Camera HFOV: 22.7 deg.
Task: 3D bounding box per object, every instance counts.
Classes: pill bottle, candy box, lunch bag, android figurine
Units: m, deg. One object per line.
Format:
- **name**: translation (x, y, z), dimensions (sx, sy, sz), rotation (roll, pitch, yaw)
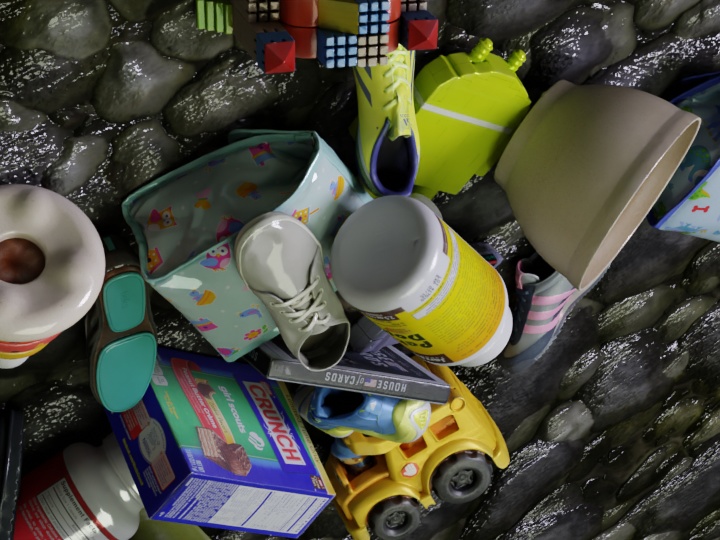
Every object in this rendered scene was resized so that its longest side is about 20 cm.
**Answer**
- **pill bottle**: translation (-0.295, 0.244, 1.788), dimensions (0.200, 0.112, 0.112), rotation (-34, 143, 1)
- **pill bottle**: translation (0.063, 0.018, 1.618), dimensions (0.109, 0.109, 0.200), rotation (-39, 143, 9)
- **candy box**: translation (-0.141, 0.169, 1.767), dimensions (0.200, 0.169, 0.077), rotation (17, 125, -46)
- **lunch bag**: translation (0.394, -0.132, 1.850), dimensions (0.170, 0.127, 0.200), rotation (8, 137, -40)
- **android figurine**: translation (0.078, -0.136, 1.686), dimensions (0.182, 0.041, 0.200), rotation (10, 130, -41)
- **lunch bag**: translation (-0.087, -0.036, 1.618), dimensions (0.200, 0.122, 0.170), rotation (-31, 143, 7)

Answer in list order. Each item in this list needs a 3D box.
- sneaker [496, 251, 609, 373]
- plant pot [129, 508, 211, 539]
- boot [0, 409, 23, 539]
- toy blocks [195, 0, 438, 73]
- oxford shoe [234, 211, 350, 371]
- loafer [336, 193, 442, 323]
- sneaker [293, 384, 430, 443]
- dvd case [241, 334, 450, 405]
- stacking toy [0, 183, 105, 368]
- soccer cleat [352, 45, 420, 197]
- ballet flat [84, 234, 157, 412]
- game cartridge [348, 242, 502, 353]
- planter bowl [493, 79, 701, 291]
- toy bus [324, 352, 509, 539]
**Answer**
- **sneaker**: translation (0.188, 0.025, 1.940), dimensions (0.082, 0.070, 0.200), rotation (19, 119, -27)
- **plant pot**: translation (-0.206, 0.359, 1.914), dimensions (0.200, 0.193, 0.200), rotation (-20, 142, -17)
- **boot**: translation (-0.407, 0.222, 1.696), dimensions (0.162, 0.198, 0.073), rotation (8, 176, -8)
- **toy blocks**: translation (-0.019, -0.205, 1.435), dimensions (0.200, 0.137, 0.100), rotation (-7, 117, -17)
- **oxford shoe**: translation (-0.054, 0.021, 1.562), dimensions (0.075, 0.058, 0.200), rotation (-30, 140, -6)
- **loafer**: translation (0.000, 0.000, 1.729), dimensions (0.200, 0.072, 0.063), rotation (-45, -176, 39)
- **sneaker**: translation (-0.023, 0.126, 1.818), dimensions (0.105, 0.200, 0.076), rotation (22, 76, -38)
- **dvd case**: translation (-0.031, 0.085, 1.746), dimensions (0.200, 0.150, 0.025), rotation (10, 101, -30)
- **stacking toy**: translation (-0.300, 0.029, 1.559), dimensions (0.146, 0.146, 0.200), rotation (-17, 158, -20)
- **soccer cleat**: translation (0.026, -0.155, 1.565), dimensions (0.065, 0.084, 0.200), rotation (-11, 119, -14)
- **ballet flat**: translation (-0.223, 0.043, 1.650), dimensions (0.068, 0.068, 0.200), rotation (-12, 139, -22)
- **game cartridge**: translation (0.069, 0.026, 1.805), dimensions (0.130, 0.038, 0.200), rotation (-42, 168, 18)
- **planter bowl**: translation (0.214, -0.099, 1.719), dimensions (0.200, 0.135, 0.200), rotation (-52, 168, -16)
- **toy bus**: translation (0.034, 0.175, 1.947), dimensions (0.200, 0.136, 0.192), rotation (-31, 130, 2)
